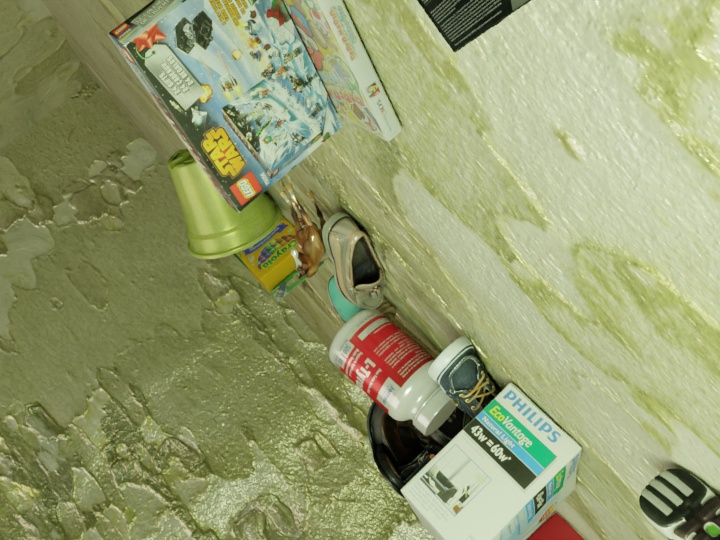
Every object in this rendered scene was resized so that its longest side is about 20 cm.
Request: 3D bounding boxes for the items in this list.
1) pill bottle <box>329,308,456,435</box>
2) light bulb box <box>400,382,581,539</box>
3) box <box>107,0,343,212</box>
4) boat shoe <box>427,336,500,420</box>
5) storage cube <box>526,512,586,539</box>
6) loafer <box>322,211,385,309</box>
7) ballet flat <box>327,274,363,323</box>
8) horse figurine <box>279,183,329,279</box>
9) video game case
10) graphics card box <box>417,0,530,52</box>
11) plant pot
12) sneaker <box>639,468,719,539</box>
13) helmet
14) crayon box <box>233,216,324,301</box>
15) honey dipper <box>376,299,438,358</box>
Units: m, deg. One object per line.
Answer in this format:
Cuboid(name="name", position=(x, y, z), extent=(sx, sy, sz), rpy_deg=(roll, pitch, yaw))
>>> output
Cuboid(name="pill bottle", position=(0.055, 0.159, 1.227), extent=(0.200, 0.112, 0.112), rpy_deg=(40, 167, 24))
Cuboid(name="light bulb box", position=(0.177, 0.287, 1.041), extent=(0.125, 0.200, 0.198), rpy_deg=(43, 168, 29))
Cuboid(name="box", position=(-0.110, -0.166, 0.705), extent=(0.040, 0.137, 0.200), rpy_deg=(38, 164, 42))
Cuboid(name="boat shoe", position=(0.152, 0.155, 1.068), extent=(0.091, 0.071, 0.200), rpy_deg=(44, 175, 23))
Cuboid(name="storage cube", position=(0.347, 0.564, 1.364), extent=(0.200, 0.180, 0.171), rpy_deg=(42, 167, 41))
Cuboid(name="loafer", position=(0.000, 0.000, 1.165), extent=(0.063, 0.072, 0.200), rpy_deg=(33, 158, 38))
Cuboid(name="ballet flat", position=(0.014, 0.090, 1.457), extent=(0.200, 0.069, 0.071), rpy_deg=(48, -171, 11))
Cuboid(name="horse figurine", position=(-0.075, -0.056, 1.172), extent=(0.200, 0.050, 0.133), rpy_deg=(1, -114, -83))
Cuboid(name="video game case", position=(-0.055, -0.220, 0.723), extent=(0.200, 0.023, 0.182), rpy_deg=(39, 165, 48))
Cuboid(name="graphics card box", position=(0.022, -0.206, 0.358), extent=(0.200, 0.051, 0.125), rpy_deg=(53, 169, -8))
Cuboid(name="plant pot", position=(-0.277, -0.154, 1.533), extent=(0.200, 0.200, 0.185), rpy_deg=(35, 150, 56))
Cuboid(name="sneaker", position=(0.332, 0.259, 0.668), extent=(0.116, 0.076, 0.200), rpy_deg=(50, -178, -28))
Cuboid(name="helmet", position=(0.112, 0.285, 1.363), extent=(0.200, 0.200, 0.191), rpy_deg=(56, -171, -30))
Cuboid(name="crayon box", position=(-0.183, -0.044, 1.625), extent=(0.200, 0.126, 0.052), rpy_deg=(42, 167, 36))
Cuboid(name="honey dipper", position=(0.082, 0.107, 1.283), extent=(0.200, 0.038, 0.038), rpy_deg=(41, 166, 32))
